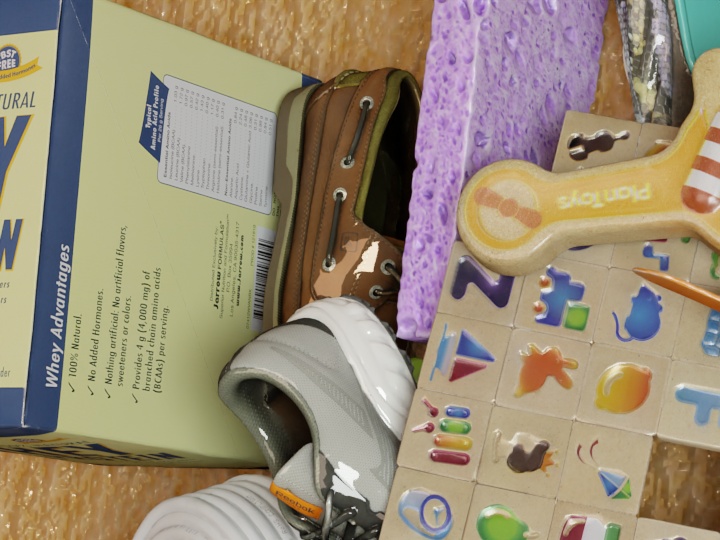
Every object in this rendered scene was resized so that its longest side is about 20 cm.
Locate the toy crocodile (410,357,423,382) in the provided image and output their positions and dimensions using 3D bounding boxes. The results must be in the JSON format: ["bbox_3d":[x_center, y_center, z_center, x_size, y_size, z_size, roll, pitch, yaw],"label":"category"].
[{"bbox_3d":[0.034,0.139,1.059,0.062,0.067,0.202,141,123,-59],"label":"toy crocodile"}]

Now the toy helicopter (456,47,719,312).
[{"bbox_3d":[0.136,-0.022,0.950,0.198,0.079,0.134,-8,76,17],"label":"toy helicopter"}]

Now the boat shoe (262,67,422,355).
[{"bbox_3d":[0.000,0.000,1.119,0.068,0.072,0.202,-13,74,34],"label":"boat shoe"}]

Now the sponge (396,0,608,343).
[{"bbox_3d":[0.066,-0.062,1.059,0.030,0.111,0.202,3,83,34],"label":"sponge"}]

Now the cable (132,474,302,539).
[{"bbox_3d":[-0.048,0.193,1.074,0.200,0.069,0.202,-29,66,61],"label":"cable"}]

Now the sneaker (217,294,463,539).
[{"bbox_3d":[0.010,0.105,0.989,0.201,0.079,0.074,53,138,18],"label":"sneaker"}]

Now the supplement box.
[{"bbox_3d":[-0.133,-0.012,1.137,0.133,0.199,0.202,-3,79,35],"label":"supplement box"}]

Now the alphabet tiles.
[{"bbox_3d":[0.110,0.033,0.962,0.166,0.008,0.202,10,70,13],"label":"alphabet tiles"}]

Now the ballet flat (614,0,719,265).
[{"bbox_3d":[0.146,-0.063,1.040,0.072,0.072,0.202,-14,73,33],"label":"ballet flat"}]
